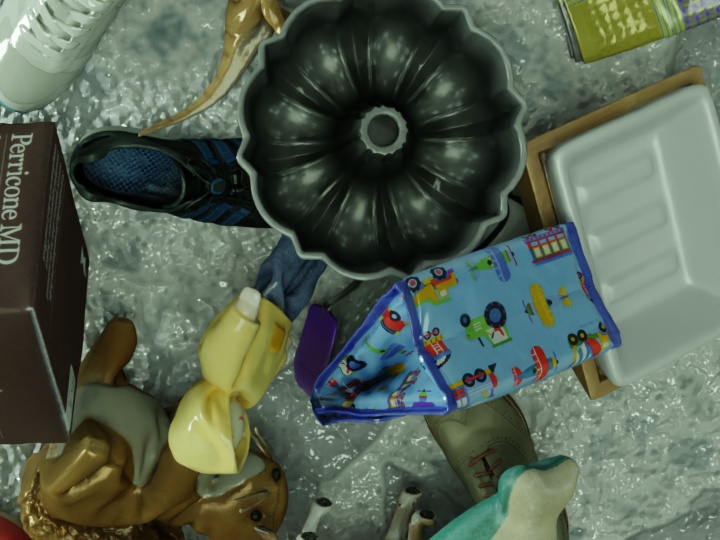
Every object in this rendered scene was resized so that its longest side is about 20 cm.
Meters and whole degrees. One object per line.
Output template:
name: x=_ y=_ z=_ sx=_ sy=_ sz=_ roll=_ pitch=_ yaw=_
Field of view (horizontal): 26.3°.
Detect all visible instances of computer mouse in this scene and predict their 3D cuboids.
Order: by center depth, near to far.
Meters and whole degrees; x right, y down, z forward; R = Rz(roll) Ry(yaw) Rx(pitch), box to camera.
computer mouse: x=0.071 y=-0.117 z=1.144 sx=0.058 sy=0.034 sz=0.200 roll=-38 pitch=112 yaw=15

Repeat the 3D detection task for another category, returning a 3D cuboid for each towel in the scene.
towel: x=0.225 y=-0.241 z=1.107 sx=0.198 sy=0.023 sz=0.145 roll=-17 pitch=107 yaw=4

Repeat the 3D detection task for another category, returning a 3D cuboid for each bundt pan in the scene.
bundt pan: x=0.011 y=-0.092 z=1.063 sx=0.199 sy=0.076 sz=0.204 roll=0 pitch=88 yaw=-7

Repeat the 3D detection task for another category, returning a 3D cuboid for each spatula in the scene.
spatula: x=0.000 y=0.000 z=1.162 sx=0.020 sy=0.056 sz=0.201 roll=30 pitch=91 yaw=-29

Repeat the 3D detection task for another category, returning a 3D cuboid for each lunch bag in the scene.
lunch bag: x=0.058 y=0.055 z=1.084 sx=0.149 sy=0.200 sz=0.095 roll=-18 pitch=82 yaw=-29

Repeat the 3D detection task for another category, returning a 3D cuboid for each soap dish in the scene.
soap dish: x=0.197 y=-0.029 z=1.123 sx=0.156 sy=0.081 sz=0.202 roll=-25 pitch=110 yaw=-20

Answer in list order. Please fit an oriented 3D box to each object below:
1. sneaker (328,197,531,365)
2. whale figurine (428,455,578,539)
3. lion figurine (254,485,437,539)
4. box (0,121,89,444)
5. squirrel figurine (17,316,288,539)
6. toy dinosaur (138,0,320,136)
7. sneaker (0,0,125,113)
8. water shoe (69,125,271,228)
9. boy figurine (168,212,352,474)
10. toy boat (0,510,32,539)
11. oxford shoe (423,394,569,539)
sneaker: x=0.054 y=0.022 z=1.167 sx=0.200 sy=0.077 sz=0.080 roll=-40 pitch=131 yaw=18
whale figurine: x=0.086 y=0.214 z=1.135 sx=0.103 sy=0.158 sz=0.202 roll=35 pitch=115 yaw=33
lion figurine: x=0.000 y=0.241 z=1.211 sx=0.198 sy=0.072 sz=0.124 roll=1 pitch=113 yaw=-26
box: x=-0.304 y=0.012 z=1.073 sx=0.198 sy=0.167 sz=0.165 roll=-2 pitch=143 yaw=-1
squirrel figurine: x=-0.158 y=0.173 z=1.194 sx=0.186 sy=0.142 sz=0.200 roll=28 pitch=120 yaw=-21
toy dinosaur: x=-0.077 y=-0.177 z=1.112 sx=0.105 sy=0.060 sz=0.202 roll=19 pitch=98 yaw=11
sneaker: x=-0.203 y=-0.196 z=1.081 sx=0.076 sy=0.081 sz=0.201 roll=32 pitch=106 yaw=-13
water shoe: x=-0.114 y=-0.060 z=1.128 sx=0.198 sy=0.079 sz=0.072 roll=4 pitch=109 yaw=-3
boy figurine: x=-0.074 y=0.051 z=1.103 sx=0.064 sy=0.125 sz=0.201 roll=23 pitch=72 yaw=15
toy boat: x=-0.342 y=0.250 z=1.197 sx=0.198 sy=0.131 sz=0.132 roll=18 pitch=107 yaw=-7
oxford shoe: x=0.110 y=0.155 z=1.206 sx=0.070 sy=0.075 sz=0.201 roll=-33 pitch=106 yaw=10
